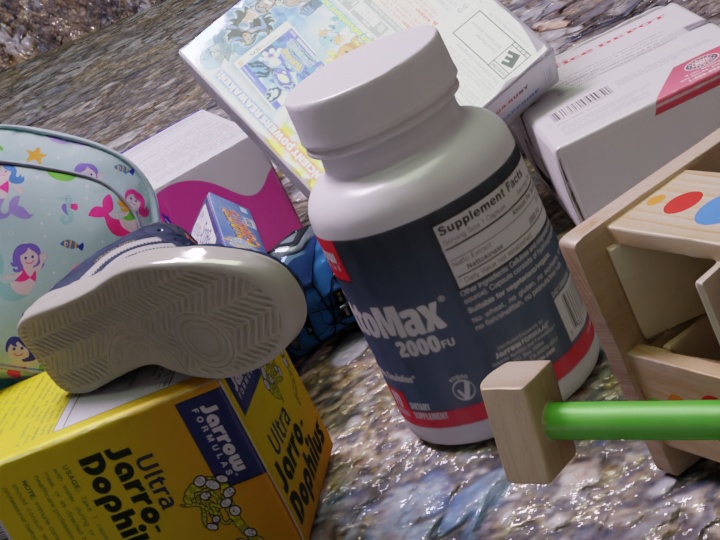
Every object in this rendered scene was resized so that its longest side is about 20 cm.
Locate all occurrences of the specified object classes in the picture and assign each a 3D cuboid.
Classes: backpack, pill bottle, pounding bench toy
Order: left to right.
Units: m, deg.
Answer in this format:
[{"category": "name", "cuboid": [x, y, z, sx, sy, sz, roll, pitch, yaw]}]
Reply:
[{"category": "backpack", "cuboid": [-0.211, 0.007, 0.981, 0.151, 0.176, 0.202, 126, 151, -58]}, {"category": "pill bottle", "cuboid": [0.040, -0.020, 0.835, 0.119, 0.202, 0.120, -23, 18, 8]}, {"category": "pounding bench toy", "cuboid": [0.164, 0.036, 0.635, 0.199, 0.125, 0.156, -33, 20, -19]}]

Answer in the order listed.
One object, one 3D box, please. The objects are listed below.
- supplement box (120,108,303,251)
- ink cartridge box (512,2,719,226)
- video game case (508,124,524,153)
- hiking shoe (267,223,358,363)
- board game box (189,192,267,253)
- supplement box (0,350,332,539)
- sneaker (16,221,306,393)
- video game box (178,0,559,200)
[{"category": "supplement box", "cuboid": [-0.136, -0.067, 1.360, 0.103, 0.102, 0.200, -30, 18, -12]}, {"category": "ink cartridge box", "cuboid": [0.186, -0.101, 1.041, 0.144, 0.085, 0.200, -25, 20, 4]}, {"category": "video game case", "cuboid": [0.010, -0.140, 1.221, 0.181, 0.200, 0.022, -13, 47, 34]}, {"category": "hiking shoe", "cuboid": [0.000, 0.000, 1.041, 0.200, 0.075, 0.086, -41, 34, -19]}, {"category": "board game box", "cuboid": [-0.104, 0.038, 1.014, 0.136, 0.034, 0.200, -64, 16, 11]}, {"category": "supplement box", "cuboid": [-0.130, 0.111, 0.855, 0.198, 0.110, 0.109, -21, 20, 16]}, {"category": "sneaker", "cuboid": [-0.092, 0.006, 0.790, 0.199, 0.075, 0.085, -8, 31, 43]}, {"category": "video game box", "cuboid": [0.004, -0.139, 1.056, 0.182, 0.047, 0.200, -39, 62, -8]}]
